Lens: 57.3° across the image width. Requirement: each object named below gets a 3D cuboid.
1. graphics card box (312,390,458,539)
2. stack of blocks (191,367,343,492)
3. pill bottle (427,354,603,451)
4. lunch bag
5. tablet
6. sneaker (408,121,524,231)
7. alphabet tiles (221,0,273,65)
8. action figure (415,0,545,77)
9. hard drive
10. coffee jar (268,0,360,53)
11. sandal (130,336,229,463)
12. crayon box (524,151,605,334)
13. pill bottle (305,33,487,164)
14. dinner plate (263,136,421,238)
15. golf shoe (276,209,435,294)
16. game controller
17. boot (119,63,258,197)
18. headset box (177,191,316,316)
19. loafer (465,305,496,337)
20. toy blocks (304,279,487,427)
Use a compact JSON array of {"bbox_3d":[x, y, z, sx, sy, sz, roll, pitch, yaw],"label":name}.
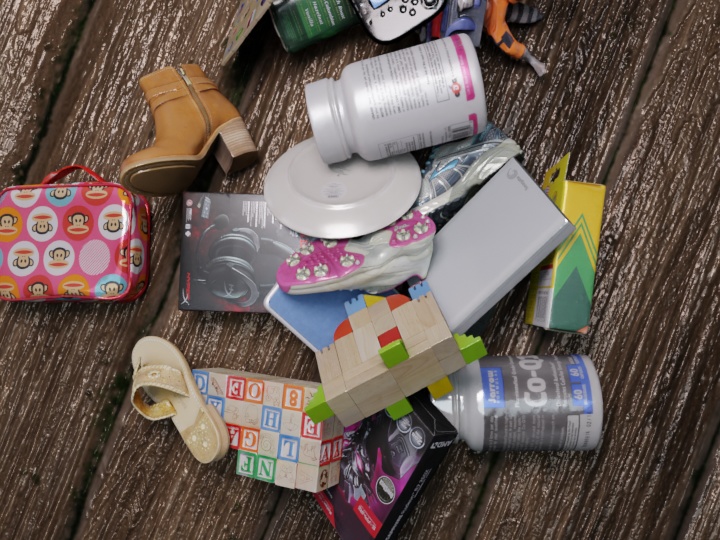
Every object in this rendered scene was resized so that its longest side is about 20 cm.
[{"bbox_3d":[0.021,0.229,0.785,0.125,0.050,0.202,45,115,41],"label":"graphics card box"},{"bbox_3d":[-0.120,0.191,0.815,0.196,0.058,0.118,4,87,26],"label":"stack of blocks"},{"bbox_3d":[0.181,0.161,0.804,0.196,0.114,0.116,-2,88,3],"label":"pill bottle"},{"bbox_3d":[-0.379,-0.048,0.864,0.196,0.082,0.180,1,87,4],"label":"lunch bag"},{"bbox_3d":[-0.013,0.055,0.819,0.200,0.014,0.131,43,72,-18],"label":"tablet"},{"bbox_3d":[0.109,-0.115,0.850,0.198,0.078,0.087,-34,69,-1],"label":"sneaker"},{"bbox_3d":[-0.115,-0.375,0.820,0.007,0.166,0.203,24,61,-27],"label":"alphabet tiles"},{"bbox_3d":[0.146,-0.301,0.836,0.189,0.106,0.202,7,132,-7],"label":"action figure"},{"bbox_3d":[0.144,-0.023,0.786,0.200,0.026,0.133,-46,41,19],"label":"hard drive"},{"bbox_3d":[-0.021,-0.356,0.839,0.197,0.105,0.086,-22,123,3],"label":"coffee jar"},{"bbox_3d":[-0.245,0.153,0.811,0.211,0.069,0.078,41,106,29],"label":"sandal"},{"bbox_3d":[0.247,-0.029,0.800,0.050,0.127,0.204,7,89,3],"label":"crayon box"},{"bbox_3d":[0.041,-0.196,0.775,0.196,0.113,0.116,-13,87,5],"label":"pill bottle"},{"bbox_3d":[-0.023,-0.117,0.811,0.196,0.024,0.203,-3,49,4],"label":"dinner plate"},{"bbox_3d":[0.000,0.000,0.780,0.196,0.093,0.076,-17,42,-8],"label":"golf shoe"},{"bbox_3d":[0.018,-0.365,0.763,0.103,0.042,0.203,-28,85,2],"label":"game controller"},{"bbox_3d":[-0.238,-0.185,0.823,0.198,0.077,0.157,-27,78,-36],"label":"boot"},{"bbox_3d":[-0.126,-0.020,0.849,0.196,0.077,0.152,3,88,5],"label":"headset box"},{"bbox_3d":[0.140,0.020,0.848,0.071,0.063,0.202,27,94,-27],"label":"loafer"},{"bbox_3d":[0.024,0.079,0.745,0.198,0.138,0.101,-28,127,5],"label":"toy blocks"}]
